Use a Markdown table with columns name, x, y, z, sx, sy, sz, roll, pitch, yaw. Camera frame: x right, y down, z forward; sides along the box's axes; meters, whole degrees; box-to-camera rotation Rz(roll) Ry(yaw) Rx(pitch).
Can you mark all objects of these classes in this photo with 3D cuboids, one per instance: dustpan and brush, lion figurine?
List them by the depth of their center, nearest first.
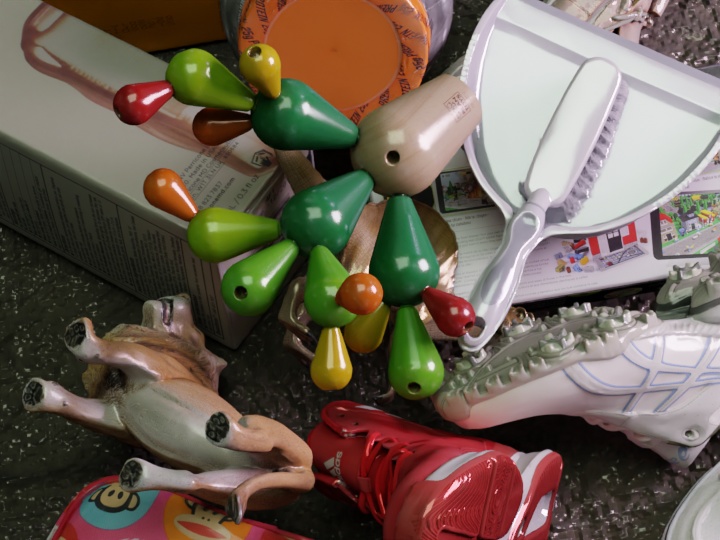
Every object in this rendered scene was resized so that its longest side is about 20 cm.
| name | x | y | z | sx | sy | sz | roll | pitch | yaw |
| --- | --- | --- | --- | --- | --- | --- | --- | --- | --- |
| lion figurine | -0.077 | 0.075 | 1.040 | 0.200 | 0.122 | 0.072 | 40 | 102 | 42 |
| dustpan and brush | 0.094 | -0.042 | 1.088 | 0.140 | 0.057 | 0.200 | 24 | 76 | 8 |

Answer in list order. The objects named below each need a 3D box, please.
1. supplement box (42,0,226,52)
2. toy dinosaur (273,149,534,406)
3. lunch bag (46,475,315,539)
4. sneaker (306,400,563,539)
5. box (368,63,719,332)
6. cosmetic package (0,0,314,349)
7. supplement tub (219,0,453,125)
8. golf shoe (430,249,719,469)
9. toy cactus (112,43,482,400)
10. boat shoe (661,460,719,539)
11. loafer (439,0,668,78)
| name | x | y | z | sx | sy | sz | roll | pitch | yaw |
| --- | --- | --- | --- | --- | --- | --- | --- | --- | --- |
| supplement box | -0.145 | -0.223 | 1.281 | 0.126 | 0.074 | 0.200 | -11 | 57 | -3 |
| toy dinosaur | 0.000 | 0.000 | 1.096 | 0.200 | 0.058 | 0.101 | 40 | 74 | -8 |
| lunch bag | -0.072 | 0.200 | 0.998 | 0.200 | 0.082 | 0.176 | 19 | 61 | 15 |
| sneaker | 0.016 | 0.106 | 1.003 | 0.115 | 0.200 | 0.078 | 12 | 88 | 18 |
| box | 0.105 | -0.038 | 1.142 | 0.200 | 0.035 | 0.110 | -9 | 80 | -1 |
| cosmetic package | -0.128 | -0.056 | 1.157 | 0.200 | 0.103 | 0.087 | 28 | 63 | 18 |
| supplement tub | -0.011 | -0.166 | 1.170 | 0.122 | 0.123 | 0.200 | -2 | 35 | 3 |
| golf shoe | 0.134 | 0.058 | 1.064 | 0.200 | 0.078 | 0.097 | -16 | 102 | -12 |
| toy cactus | -0.006 | -0.041 | 1.030 | 0.200 | 0.102 | 0.165 | 47 | 62 | 3 |
| boat shoe | 0.228 | 0.085 | 1.045 | 0.202 | 0.086 | 0.075 | -29 | 60 | -14 |
| loafer | 0.120 | -0.124 | 1.208 | 0.200 | 0.072 | 0.063 | -39 | 80 | -11 |
